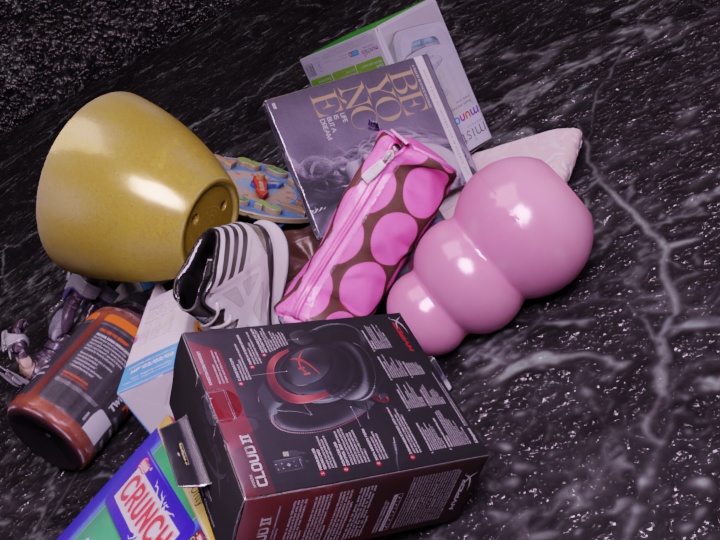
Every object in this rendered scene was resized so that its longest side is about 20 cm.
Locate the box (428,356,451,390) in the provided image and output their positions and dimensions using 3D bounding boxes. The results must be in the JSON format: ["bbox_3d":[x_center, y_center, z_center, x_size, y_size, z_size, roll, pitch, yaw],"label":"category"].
[{"bbox_3d":[-0.034,0.141,0.762,0.200,0.040,0.136,-44,29,-22],"label":"box"}]

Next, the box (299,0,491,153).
[{"bbox_3d":[0.037,-0.207,1.077,0.096,0.178,0.199,-33,16,-23],"label":"box"}]

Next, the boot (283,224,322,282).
[{"bbox_3d":[-0.083,-0.042,1.015,0.198,0.065,0.187,-16,35,-7],"label":"boot"}]

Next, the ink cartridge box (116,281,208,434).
[{"bbox_3d":[-0.166,0.090,0.900,0.067,0.116,0.201,-25,28,12],"label":"ink cartridge box"}]

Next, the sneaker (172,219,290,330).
[{"bbox_3d":[-0.123,0.056,0.807,0.075,0.203,0.115,2,4,38],"label":"sneaker"}]

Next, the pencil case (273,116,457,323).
[{"bbox_3d":[0.000,-0.025,0.784,0.201,0.090,0.094,-61,-14,2],"label":"pencil case"}]

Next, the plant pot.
[{"bbox_3d":[-0.212,-0.068,0.931,0.141,0.201,0.200,21,51,20],"label":"plant pot"}]

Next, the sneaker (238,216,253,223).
[{"bbox_3d":[-0.194,-0.074,1.268,0.199,0.075,0.079,2,58,52],"label":"sneaker"}]

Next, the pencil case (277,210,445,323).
[{"bbox_3d":[0.000,0.000,0.876,0.200,0.083,0.091,-42,-5,7],"label":"pencil case"}]

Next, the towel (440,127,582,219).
[{"bbox_3d":[0.132,-0.072,0.952,0.190,0.032,0.201,-13,32,34],"label":"towel"}]

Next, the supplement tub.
[{"bbox_3d":[-0.288,0.115,0.995,0.106,0.107,0.201,-7,36,39],"label":"supplement tub"}]

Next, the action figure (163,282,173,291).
[{"bbox_3d":[-0.169,0.040,1.037,0.199,0.066,0.099,-12,19,34],"label":"action figure"}]

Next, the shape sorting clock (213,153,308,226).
[{"bbox_3d":[-0.134,-0.109,1.160,0.200,0.198,0.040,-107,35,-62],"label":"shape sorting clock"}]

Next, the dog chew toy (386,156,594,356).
[{"bbox_3d":[0.104,-0.003,0.779,0.200,0.124,0.125,-43,26,9],"label":"dog chew toy"}]

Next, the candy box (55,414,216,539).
[{"bbox_3d":[-0.166,0.235,0.661,0.200,0.077,0.169,-47,30,-4],"label":"candy box"}]

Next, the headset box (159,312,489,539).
[{"bbox_3d":[-0.036,0.110,0.621,0.198,0.076,0.149,-4,40,-28],"label":"headset box"}]

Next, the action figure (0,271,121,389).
[{"bbox_3d":[-0.351,0.079,1.061,0.069,0.130,0.201,22,80,33],"label":"action figure"}]

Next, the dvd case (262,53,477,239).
[{"bbox_3d":[0.015,-0.133,0.928,0.199,0.150,0.016,-21,-4,-24],"label":"dvd case"}]

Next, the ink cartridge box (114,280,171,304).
[{"bbox_3d":[-0.262,-0.016,1.152,0.115,0.067,0.199,-28,7,-33],"label":"ink cartridge box"}]
